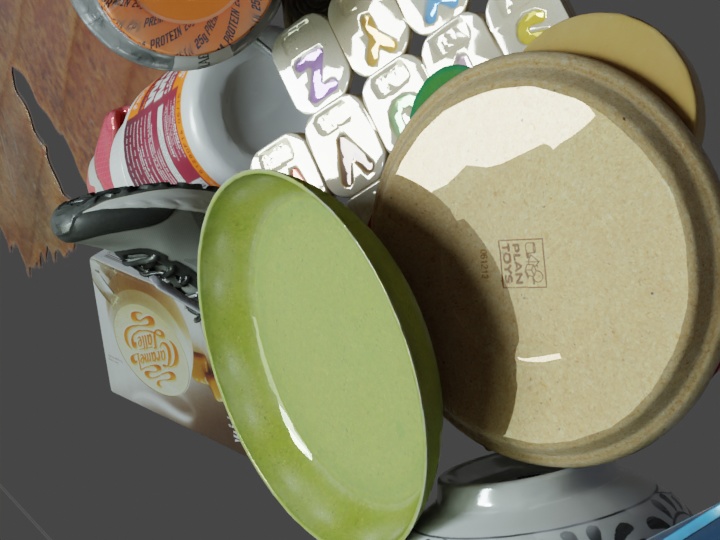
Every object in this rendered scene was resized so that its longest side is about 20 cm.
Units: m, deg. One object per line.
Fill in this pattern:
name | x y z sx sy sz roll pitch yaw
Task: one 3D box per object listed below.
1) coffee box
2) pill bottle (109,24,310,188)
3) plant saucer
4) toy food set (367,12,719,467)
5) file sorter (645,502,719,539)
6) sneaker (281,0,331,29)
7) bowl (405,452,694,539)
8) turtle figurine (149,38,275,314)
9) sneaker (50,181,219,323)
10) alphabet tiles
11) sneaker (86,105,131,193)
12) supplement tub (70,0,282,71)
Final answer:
coffee box | -0.086 0.051 1.225 0.199 0.079 0.115 21 129 36
pill bottle | -0.094 -0.085 1.164 0.200 0.109 0.111 -16 94 64
plant saucer | -0.017 0.043 0.888 0.200 0.031 0.202 34 133 46
toy food set | 0.085 -0.008 0.834 0.197 0.048 0.202 -21 86 35
file sorter | 0.210 0.172 0.716 0.201 0.138 0.123 62 151 14
sneaker | -0.014 -0.208 0.987 0.076 0.070 0.202 -109 18 -50
bowl | 0.087 0.140 0.877 0.200 0.199 0.095 -5 97 64
turtle figurine | 0.000 0.000 0.978 0.193 0.144 0.201 16 148 46
sneaker | -0.093 -0.006 1.062 0.074 0.199 0.080 -5 76 50
alphabet tiles | 0.035 -0.061 0.900 0.199 0.015 0.197 -31 78 27
sneaker | -0.154 -0.047 1.357 0.201 0.073 0.087 52 148 32
supplement tub | -0.104 -0.175 0.967 0.200 0.121 0.124 -129 25 -72
